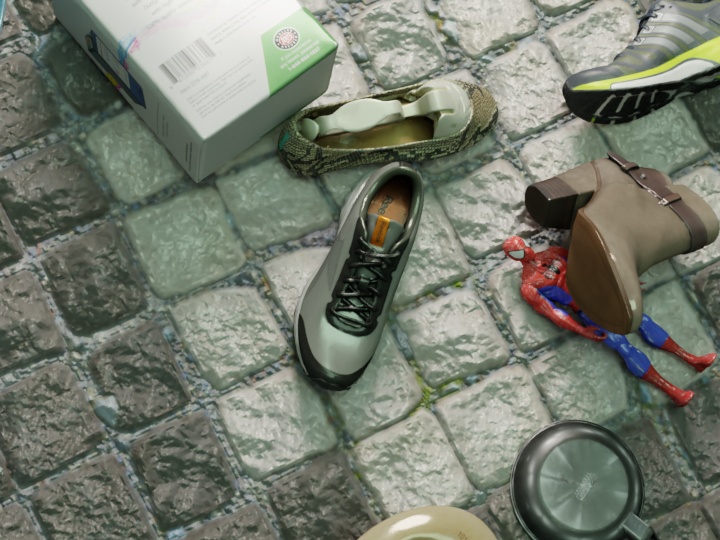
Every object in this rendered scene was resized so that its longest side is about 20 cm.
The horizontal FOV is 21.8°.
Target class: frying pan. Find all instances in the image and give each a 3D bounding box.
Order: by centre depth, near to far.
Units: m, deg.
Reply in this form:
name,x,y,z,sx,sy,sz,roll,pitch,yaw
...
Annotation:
name,x,y,z,sx,sy,sz,roll,pitch,yaw
frying pan,0.198,0.208,1.520,0.115,0.031,0.191,-29,79,-16

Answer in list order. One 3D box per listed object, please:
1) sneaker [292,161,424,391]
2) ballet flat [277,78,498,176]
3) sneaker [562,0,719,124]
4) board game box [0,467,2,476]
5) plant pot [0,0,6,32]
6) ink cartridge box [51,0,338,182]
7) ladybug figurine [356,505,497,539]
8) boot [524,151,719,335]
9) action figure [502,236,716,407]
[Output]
name,x,y,z,sx,sy,sz,roll,pitch,yaw
sneaker,0.000,0.000,1.510,0.074,0.079,0.201,21,73,-7
ballet flat,0.030,-0.124,1.552,0.199,0.075,0.068,-13,74,-15
sneaker,0.255,-0.187,1.625,0.199,0.074,0.081,-20,73,-24
board game box,-0.355,0.110,1.371,0.200,0.148,0.064,45,69,3
plant pot,-0.390,-0.249,1.452,0.187,0.200,0.201,3,73,5
ink cartridge box,-0.137,-0.197,1.522,0.145,0.088,0.200,-37,78,-19
ladybug figurine,0.028,0.271,1.441,0.136,0.072,0.200,44,71,2
boot,0.230,-0.026,1.529,0.145,0.071,0.200,-4,44,-25
action figure,0.202,0.033,1.559,0.199,0.052,0.066,34,74,2
